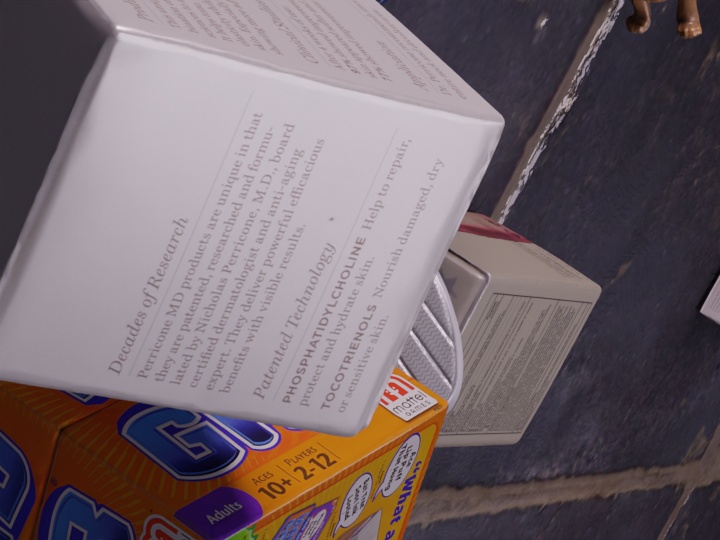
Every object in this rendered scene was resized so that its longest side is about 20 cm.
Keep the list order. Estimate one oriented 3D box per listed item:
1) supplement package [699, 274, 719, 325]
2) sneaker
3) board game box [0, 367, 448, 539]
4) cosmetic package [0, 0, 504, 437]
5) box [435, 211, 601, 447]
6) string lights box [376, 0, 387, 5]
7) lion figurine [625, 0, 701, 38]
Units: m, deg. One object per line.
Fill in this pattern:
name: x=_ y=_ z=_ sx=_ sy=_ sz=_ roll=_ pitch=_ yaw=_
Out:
supplement package: x=0.418 y=0.006 z=2.294 sx=0.156 sy=0.111 sz=0.200 roll=-61 pitch=156 yaw=7
sneaker: x=0.000 y=0.000 z=1.386 sx=0.073 sy=0.200 sz=0.071 roll=-27 pitch=160 yaw=-2
board game box: x=-0.111 y=0.129 z=1.312 sx=0.200 sy=0.200 sz=0.200 roll=-26 pitch=141 yaw=-50
cosmetic package: x=-0.082 y=-0.049 z=1.106 sx=0.200 sy=0.167 sz=0.167 roll=11 pitch=113 yaw=-33
box: x=0.051 y=0.035 z=1.624 sx=0.128 sy=0.109 sz=0.200 roll=-61 pitch=156 yaw=10
string lights box: x=-0.039 y=-0.158 z=1.272 sx=0.200 sy=0.059 sz=0.103 roll=-41 pitch=153 yaw=-31
lion figurine: x=0.222 y=-0.235 z=1.690 sx=0.200 sy=0.072 sz=0.123 roll=-57 pitch=149 yaw=-39
